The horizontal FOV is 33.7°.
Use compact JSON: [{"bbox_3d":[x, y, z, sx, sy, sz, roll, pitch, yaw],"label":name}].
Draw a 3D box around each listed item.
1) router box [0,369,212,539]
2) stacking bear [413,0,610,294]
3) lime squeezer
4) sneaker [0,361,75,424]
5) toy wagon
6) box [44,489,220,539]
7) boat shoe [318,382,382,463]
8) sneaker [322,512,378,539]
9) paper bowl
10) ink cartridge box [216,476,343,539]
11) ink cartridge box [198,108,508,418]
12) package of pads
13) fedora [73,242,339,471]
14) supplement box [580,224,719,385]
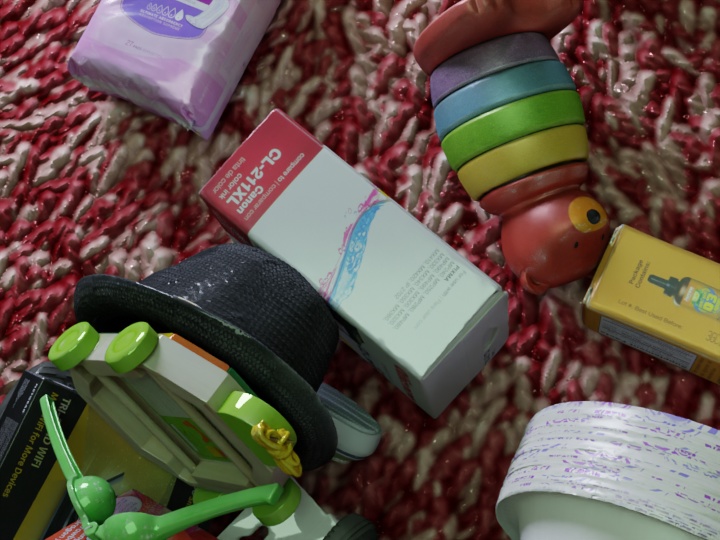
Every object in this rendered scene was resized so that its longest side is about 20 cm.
[{"bbox_3d":[-0.197,0.191,0.808,0.157,0.052,0.200,29,78,-28],"label":"router box"},{"bbox_3d":[0.118,-0.085,0.852,0.121,0.114,0.201,-12,81,-38],"label":"stacking bear"},{"bbox_3d":[-0.141,0.127,0.696,0.200,0.038,0.071,13,80,35],"label":"lime squeezer"},{"bbox_3d":[-0.260,0.160,0.854,0.091,0.076,0.201,9,77,50],"label":"sneaker"},{"bbox_3d":[-0.096,0.091,0.714,0.200,0.155,0.040,-4,43,49],"label":"toy wagon"},{"bbox_3d":[-0.138,0.254,0.738,0.095,0.201,0.100,19,33,40],"label":"box"},{"bbox_3d":[-0.078,0.097,0.861,0.200,0.072,0.062,24,97,22],"label":"boat shoe"},{"bbox_3d":[-0.008,0.260,0.726,0.104,0.060,0.200,25,87,23],"label":"sneaker"},{"bbox_3d":[0.177,0.171,0.715,0.200,0.201,0.105,19,66,14],"label":"paper bowl"},{"bbox_3d":[-0.016,0.246,0.801,0.116,0.068,0.200,-45,74,-4],"label":"ink cartridge box"},{"bbox_3d":[0.000,0.000,0.825,0.200,0.146,0.083,40,82,17],"label":"ink cartridge box"},{"bbox_3d":[-0.132,-0.214,0.943,0.120,0.076,0.200,24,80,12],"label":"package of pads"},{"bbox_3d":[-0.085,0.043,0.769,0.200,0.201,0.092,28,60,15],"label":"fedora"},{"bbox_3d":[0.255,0.041,0.817,0.200,0.069,0.067,25,79,13],"label":"supplement box"}]
